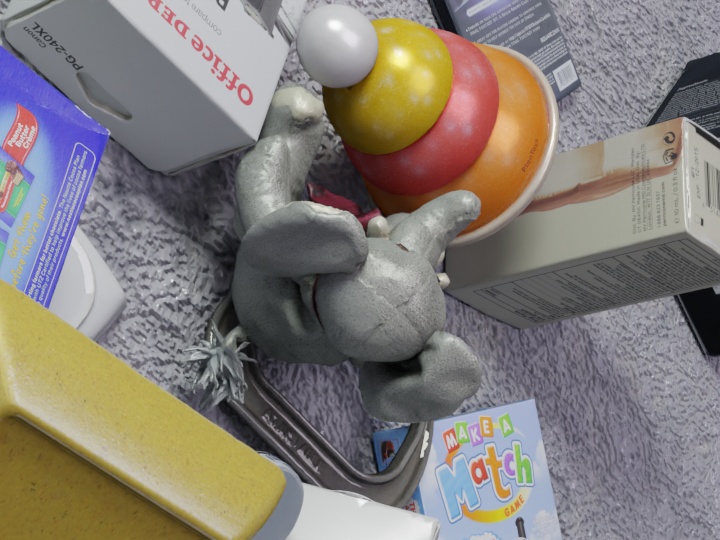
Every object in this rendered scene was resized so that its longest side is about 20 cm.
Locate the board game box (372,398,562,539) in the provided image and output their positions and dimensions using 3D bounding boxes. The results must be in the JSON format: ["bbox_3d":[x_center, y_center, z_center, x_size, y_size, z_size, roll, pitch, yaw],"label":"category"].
[{"bbox_3d":[0.084,0.196,1.182,0.151,0.036,0.201,-6,83,-51],"label":"board game box"}]

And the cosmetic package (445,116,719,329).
[{"bbox_3d":[0.167,-0.029,1.223,0.103,0.199,0.088,25,59,-46],"label":"cosmetic package"}]

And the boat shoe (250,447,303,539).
[{"bbox_3d":[-0.119,0.165,0.916,0.200,0.068,0.074,-50,131,-19],"label":"boat shoe"}]

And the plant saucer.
[{"bbox_3d":[-0.155,0.133,0.789,0.200,0.048,0.200,38,95,-33],"label":"plant saucer"}]

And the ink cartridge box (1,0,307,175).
[{"bbox_3d":[-0.105,-0.180,1.027,0.145,0.083,0.201,42,49,-35],"label":"ink cartridge box"}]

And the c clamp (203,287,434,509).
[{"bbox_3d":[-0.016,0.050,1.088,0.200,0.027,0.171,51,48,-10],"label":"c clamp"}]

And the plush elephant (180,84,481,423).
[{"bbox_3d":[0.000,0.000,0.995,0.165,0.154,0.200,53,56,-29],"label":"plush elephant"}]

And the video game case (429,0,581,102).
[{"bbox_3d":[0.100,-0.213,1.343,0.143,0.019,0.201,-36,106,-50],"label":"video game case"}]

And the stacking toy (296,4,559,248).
[{"bbox_3d":[0.025,-0.113,1.095,0.200,0.145,0.147,36,52,-52],"label":"stacking toy"}]

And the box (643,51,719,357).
[{"bbox_3d":[0.341,-0.068,1.515,0.201,0.124,0.197,60,39,-19],"label":"box"}]

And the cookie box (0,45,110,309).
[{"bbox_3d":[-0.229,-0.046,0.795,0.200,0.075,0.172,40,51,-36],"label":"cookie box"}]

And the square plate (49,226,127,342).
[{"bbox_3d":[-0.215,-0.002,0.882,0.199,0.028,0.200,58,42,-22],"label":"square plate"}]

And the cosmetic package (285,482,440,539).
[{"bbox_3d":[-0.033,0.224,0.955,0.085,0.107,0.201,94,14,-52],"label":"cosmetic package"}]
